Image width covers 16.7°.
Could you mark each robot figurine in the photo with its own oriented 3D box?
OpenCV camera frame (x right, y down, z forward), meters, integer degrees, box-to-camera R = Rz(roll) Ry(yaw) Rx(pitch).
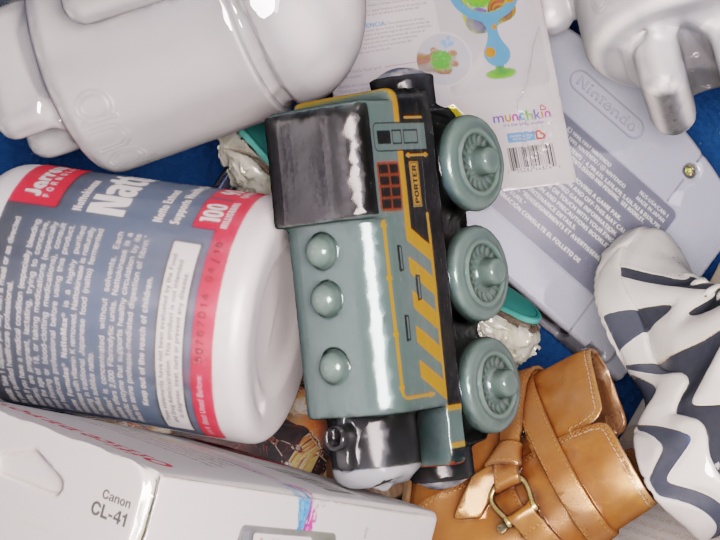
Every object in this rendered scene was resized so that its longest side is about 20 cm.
[{"bbox_3d":[-0.082,-0.118,1.179,0.199,0.170,0.113,-19,79,12],"label":"robot figurine"},{"bbox_3d":[0.162,-0.175,1.279,0.169,0.113,0.201,-13,67,6],"label":"robot figurine"}]

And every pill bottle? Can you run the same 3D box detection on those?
[{"bbox_3d":[-0.131,0.011,1.184,0.199,0.120,0.120,8,84,14],"label":"pill bottle"}]

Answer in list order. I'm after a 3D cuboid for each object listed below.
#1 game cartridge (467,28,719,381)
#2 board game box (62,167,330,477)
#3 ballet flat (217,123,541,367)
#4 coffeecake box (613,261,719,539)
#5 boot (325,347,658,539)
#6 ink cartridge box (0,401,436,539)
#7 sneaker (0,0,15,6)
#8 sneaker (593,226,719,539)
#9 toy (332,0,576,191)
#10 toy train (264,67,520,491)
[{"bbox_3d":[0.102,-0.054,1.319,0.200,0.042,0.133,41,74,-9],"label":"game cartridge"},{"bbox_3d":[-0.054,0.044,1.273,0.135,0.035,0.200,34,79,-10],"label":"board game box"},{"bbox_3d":[0.000,0.000,1.241,0.200,0.072,0.072,34,79,-8],"label":"ballet flat"},{"bbox_3d":[0.204,0.103,1.268,0.073,0.153,0.200,36,79,-26],"label":"coffeecake box"},{"bbox_3d":[0.076,0.144,1.195,0.154,0.074,0.201,-24,69,15],"label":"boot"},{"bbox_3d":[-0.085,0.121,1.109,0.200,0.147,0.086,14,91,-50],"label":"ink cartridge box"},{"bbox_3d":[-0.114,-0.174,1.251,0.200,0.078,0.086,-37,99,-13],"label":"sneaker"},{"bbox_3d":[0.192,0.027,1.213,0.129,0.199,0.079,-35,118,22],"label":"sneaker"},{"bbox_3d":[0.034,-0.126,1.263,0.115,0.047,0.201,-8,71,-8],"label":"toy"},{"bbox_3d":[0.013,0.005,1.145,0.114,0.085,0.201,-5,90,-52],"label":"toy train"}]
